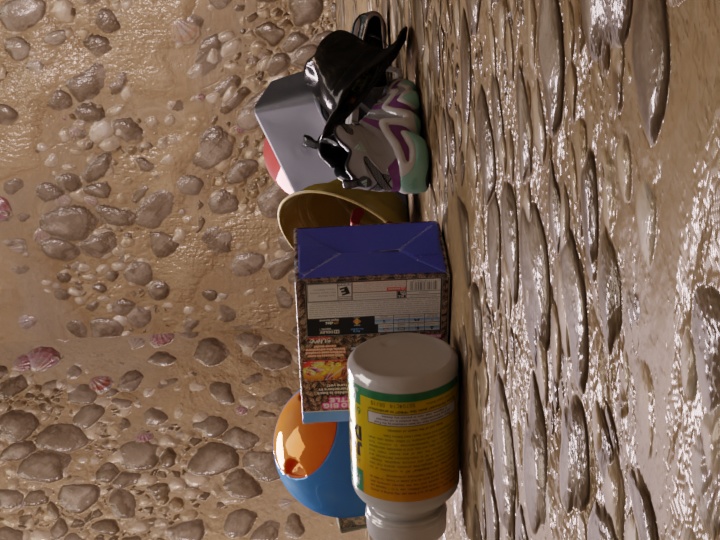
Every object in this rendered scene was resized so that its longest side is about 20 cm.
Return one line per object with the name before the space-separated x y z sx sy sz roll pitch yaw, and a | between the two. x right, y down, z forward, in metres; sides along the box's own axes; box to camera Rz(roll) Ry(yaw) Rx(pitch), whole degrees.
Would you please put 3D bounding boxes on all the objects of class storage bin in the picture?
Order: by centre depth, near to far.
storage bin | -0.053 -0.205 1.938 0.200 0.134 0.146 65 -147 -32

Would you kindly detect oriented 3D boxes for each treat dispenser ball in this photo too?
treat dispenser ball | -0.023 0.245 1.896 0.201 0.200 0.201 177 90 -87

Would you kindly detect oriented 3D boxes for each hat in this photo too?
hat | -0.022 -0.249 1.673 0.201 0.081 0.201 -50 1 1

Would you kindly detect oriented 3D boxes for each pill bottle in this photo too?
pill bottle | 0.045 0.175 1.372 0.113 0.113 0.200 -100 7 -67

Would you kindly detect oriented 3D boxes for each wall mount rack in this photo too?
wall mount rack | 0.013 -0.187 1.848 0.174 0.074 0.200 114 163 -69

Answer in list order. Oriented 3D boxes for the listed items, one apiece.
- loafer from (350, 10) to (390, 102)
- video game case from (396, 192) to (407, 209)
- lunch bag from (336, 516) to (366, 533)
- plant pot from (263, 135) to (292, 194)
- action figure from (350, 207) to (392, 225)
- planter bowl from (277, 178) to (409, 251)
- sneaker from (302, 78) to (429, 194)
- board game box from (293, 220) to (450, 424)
loafer | 0.012 -0.283 1.996 0.063 0.072 0.201 -169 78 -81
video game case | 0.052 -0.058 1.921 0.200 0.019 0.143 100 166 -73
lunch bag | 0.000 0.328 2.377 0.164 0.117 0.200 -97 0 -66
plant pot | -0.049 -0.230 2.198 0.177 0.200 0.201 111 157 -58
action figure | 0.000 0.000 1.703 0.099 0.065 0.200 -57 -11 -51
planter bowl | 0.000 -0.063 1.747 0.201 0.200 0.084 92 -156 -57
sneaker | 0.002 -0.160 1.578 0.200 0.140 0.078 -98 5 -54
board game box | 0.011 0.058 1.462 0.097 0.159 0.200 -96 4 -53
